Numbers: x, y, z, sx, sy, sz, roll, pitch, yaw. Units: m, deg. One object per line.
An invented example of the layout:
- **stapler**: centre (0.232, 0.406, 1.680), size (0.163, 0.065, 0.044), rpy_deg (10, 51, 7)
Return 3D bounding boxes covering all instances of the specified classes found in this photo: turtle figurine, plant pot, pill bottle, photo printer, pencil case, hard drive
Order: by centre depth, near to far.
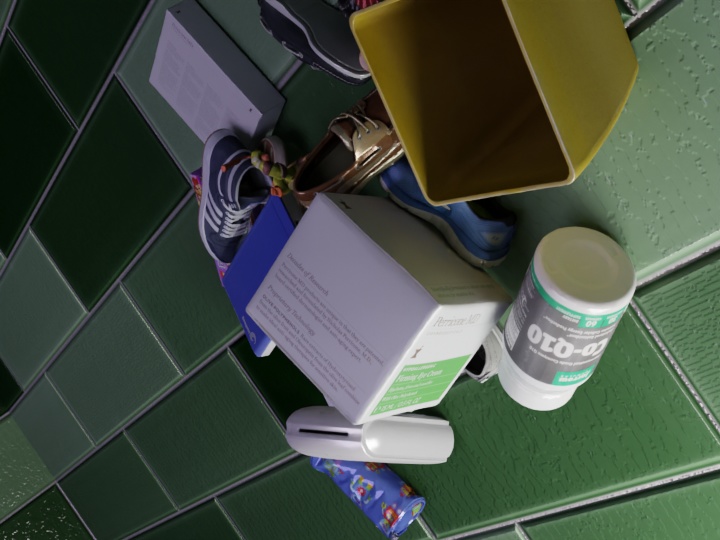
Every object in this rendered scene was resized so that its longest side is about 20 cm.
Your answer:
- **plant pot**: centre (0.143, -0.199, 1.088), size (0.199, 0.176, 0.202), rpy_deg (-6, 114, 53)
- **pill bottle**: centre (0.219, 0.058, 1.272), size (0.113, 0.113, 0.202), rpy_deg (39, 144, 21)
- **turtle figurine**: centre (-0.062, -0.130, 1.425), size (0.160, 0.199, 0.065), rpy_deg (-27, 71, 33)
- **hard drive**: centre (-0.117, 0.004, 1.537), size (0.201, 0.025, 0.133), rpy_deg (-54, 55, 43)
- **photo printer**: centre (0.007, 0.228, 1.604), size (0.165, 0.198, 0.071), rpy_deg (-3, 80, 43)
- **pencil case**: centre (0.009, 0.330, 1.800), size (0.199, 0.078, 0.088), rpy_deg (38, 121, 26)

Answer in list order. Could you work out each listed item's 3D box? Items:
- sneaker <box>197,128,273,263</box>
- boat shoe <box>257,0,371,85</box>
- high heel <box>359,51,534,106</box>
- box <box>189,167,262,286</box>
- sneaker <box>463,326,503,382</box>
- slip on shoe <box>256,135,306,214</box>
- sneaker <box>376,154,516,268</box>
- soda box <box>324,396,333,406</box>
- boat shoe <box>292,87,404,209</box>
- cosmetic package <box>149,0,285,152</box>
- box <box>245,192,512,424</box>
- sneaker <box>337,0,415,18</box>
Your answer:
- **sneaker**: centre (-0.165, -0.079, 1.564), size (0.108, 0.069, 0.203), rpy_deg (38, 137, 41)
- **boat shoe**: centre (-0.050, -0.273, 1.366), size (0.201, 0.075, 0.061), rpy_deg (50, 148, 29)
- **high heel**: centre (0.102, -0.225, 1.254), size (0.197, 0.096, 0.068), rpy_deg (23, 128, 10)
- **box**: centre (-0.177, -0.051, 1.741), size (0.136, 0.039, 0.203), rpy_deg (19, 133, 43)
- **sneaker**: centre (0.107, 0.050, 1.417), size (0.200, 0.082, 0.075), rpy_deg (47, 113, 1)
- **slip on shoe**: centre (-0.100, -0.098, 1.587), size (0.076, 0.060, 0.203), rpy_deg (44, 146, 48)
- **sneaker**: centre (0.102, -0.098, 1.334), size (0.199, 0.078, 0.090), rpy_deg (39, 133, 12)
- **soda box**: centre (0.019, 0.153, 1.650), size (0.199, 0.063, 0.069), rpy_deg (-6, 114, 53)
- **boat shoe**: centre (0.000, -0.146, 1.309), size (0.076, 0.201, 0.074), rpy_deg (43, -172, 29)
- **cosmetic package**: centre (-0.200, -0.247, 1.590), size (0.200, 0.051, 0.151), rpy_deg (48, 148, 10)
- **box**: centre (0.024, 0.038, 1.312), size (0.200, 0.198, 0.172), rpy_deg (42, 111, 24)
- **sneaker**: centre (0.038, -0.293, 1.235), size (0.201, 0.096, 0.072), rpy_deg (-128, 31, -50)
